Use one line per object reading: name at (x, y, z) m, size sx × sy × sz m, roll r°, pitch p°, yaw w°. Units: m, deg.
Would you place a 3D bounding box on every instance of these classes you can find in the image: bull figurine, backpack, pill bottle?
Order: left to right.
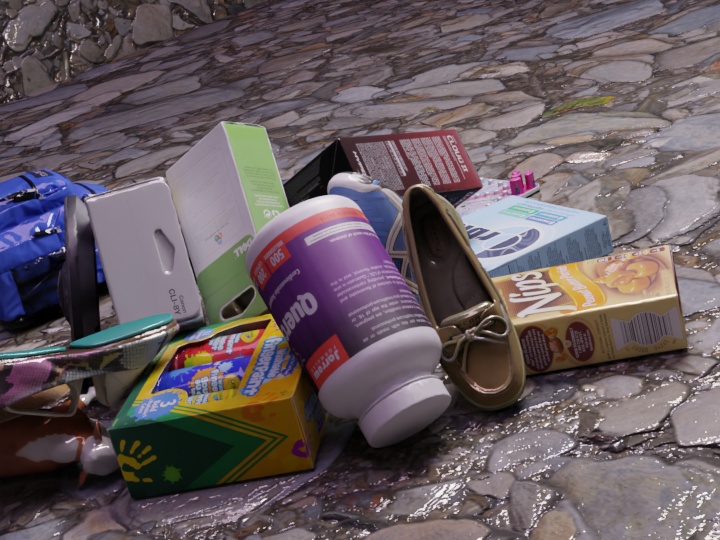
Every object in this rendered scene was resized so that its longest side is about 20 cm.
bull figurine at (-0.292, 0.153, 1.253) m, size 0.199 × 0.065 × 0.121 m, roll -5°, pitch 14°, yaw 12°
backpack at (-0.382, -0.041, 1.711) m, size 0.200 × 0.168 × 0.162 m, roll -20°, pitch 26°, yaw -25°
pill bottle at (-0.007, 0.043, 1.141) m, size 0.112 × 0.200 × 0.113 m, roll -26°, pitch -23°, yaw -12°

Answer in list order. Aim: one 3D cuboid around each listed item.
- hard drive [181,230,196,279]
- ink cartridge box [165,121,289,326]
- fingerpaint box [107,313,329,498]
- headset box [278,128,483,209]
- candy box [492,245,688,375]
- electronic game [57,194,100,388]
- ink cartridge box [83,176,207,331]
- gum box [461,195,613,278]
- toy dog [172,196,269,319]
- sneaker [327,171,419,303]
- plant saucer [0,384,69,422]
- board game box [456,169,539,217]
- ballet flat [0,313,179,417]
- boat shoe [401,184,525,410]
hard drive at (-0.154, -0.040, 1.717) m, size 0.199 × 0.042 × 0.135 m, roll -18°, pitch 20°, yaw -9°
ink cartridge box at (-0.121, -0.036, 1.366) m, size 0.059 × 0.200 × 0.104 m, roll 3°, pitch -28°, yaw -45°
fingerpaint box at (-0.112, 0.110, 1.221) m, size 0.166 × 0.074 × 0.200 m, roll -11°, pitch 20°, yaw 13°
headset box at (0.017, -0.076, 1.414) m, size 0.200 × 0.075 × 0.149 m, roll -10°, pitch -19°, yaw -45°
candy box at (0.185, 0.039, 1.222) m, size 0.199 × 0.055 × 0.115 m, roll -10°, pitch 21°, yaw 13°
electronic game at (-0.291, 0.022, 1.413) m, size 0.041 × 0.201 × 0.200 m, roll -4°, pitch 17°, yaw -10°
ink cartridge box at (-0.214, 0.001, 1.386) m, size 0.083 × 0.146 × 0.200 m, roll -16°, pitch -7°, yaw -8°
gum box at (0.132, -0.015, 1.430) m, size 0.200 × 0.045 × 0.170 m, roll -23°, pitch 21°, yaw -24°
toy dog at (-0.121, -0.013, 1.474) m, size 0.132 × 0.200 × 0.096 m, roll -29°, pitch -27°, yaw 22°
sneaker at (0.018, 0.001, 1.248) m, size 0.076 × 0.200 × 0.077 m, roll -1°, pitch 35°, yaw 41°
plant saucer at (-0.370, 0.114, 1.263) m, size 0.200 × 0.036 × 0.200 m, roll -11°, pitch 8°, yaw 2°
board game box at (0.085, -0.084, 1.688) m, size 0.200 × 0.026 × 0.200 m, roll -27°, pitch 22°, yaw -31°
ballet flat at (-0.250, 0.090, 1.203) m, size 0.200 × 0.071 × 0.069 m, roll -13°, pitch 6°, yaw -32°
boat shoe at (0.082, 0.022, 1.159) m, size 0.073 × 0.201 × 0.063 m, roll -20°, pitch -21°, yaw 9°
